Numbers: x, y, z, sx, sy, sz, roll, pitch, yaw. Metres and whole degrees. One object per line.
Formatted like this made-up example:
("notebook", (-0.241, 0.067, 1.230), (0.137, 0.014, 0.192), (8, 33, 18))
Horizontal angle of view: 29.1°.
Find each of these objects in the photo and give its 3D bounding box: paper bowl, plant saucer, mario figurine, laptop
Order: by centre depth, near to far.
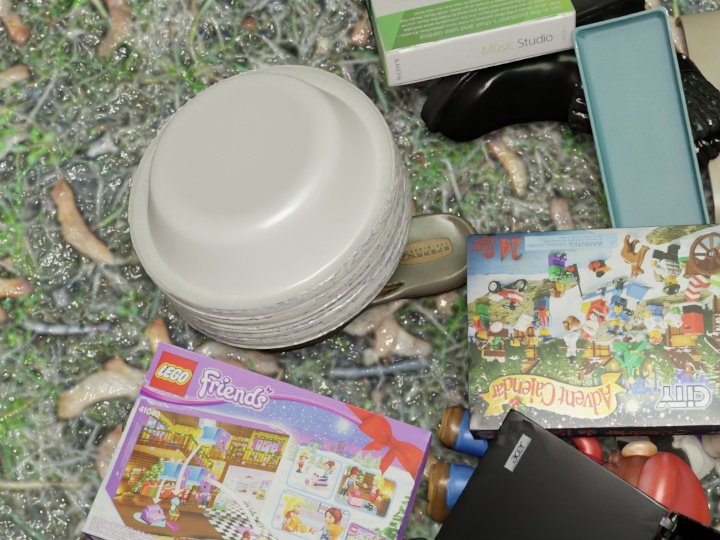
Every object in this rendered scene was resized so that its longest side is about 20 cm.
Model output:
("laptop", (0.145, 0.216, 0.914), (0.103, 0.199, 0.179), (37, 99, 49))
("paper bowl", (-0.069, -0.056, 0.973), (0.197, 0.105, 0.203), (-8, 59, 13))
("mario figurine", (0.148, 0.162, 0.984), (0.197, 0.106, 0.125), (13, 106, 10))
("plant saucer", (0.204, -0.080, 0.986), (0.069, 0.019, 0.203), (-11, 99, 20))

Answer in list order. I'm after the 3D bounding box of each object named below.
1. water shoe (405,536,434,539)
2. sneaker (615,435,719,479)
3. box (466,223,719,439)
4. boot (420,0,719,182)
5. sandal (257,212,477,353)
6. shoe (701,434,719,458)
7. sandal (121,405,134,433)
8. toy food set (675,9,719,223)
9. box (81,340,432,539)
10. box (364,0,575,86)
("water shoe", (0.001, 0.272, 0.931), (0.079, 0.071, 0.200), (44, 75, -13))
("sneaker", (0.193, 0.064, 1.021), (0.083, 0.081, 0.201), (-39, 88, -33))
("box", (0.171, 0.042, 0.942), (0.197, 0.038, 0.139), (-3, 73, 10))
("boot", (0.166, -0.117, 1.048), (0.209, 0.080, 0.159), (-29, 71, -3))
("sandal", (0.000, 0.000, 1.020), (0.197, 0.055, 0.083), (-13, 73, -11))
("shoe", (0.281, 0.054, 1.016), (0.069, 0.054, 0.201), (29, 45, -5))
("sandal", (-0.074, 0.139, 0.968), (0.198, 0.048, 0.076), (28, 70, 4))
("toy food set", (0.336, -0.123, 1.104), (0.141, 0.061, 0.203), (-7, 70, 4))
("box", (-0.065, 0.143, 0.913), (0.197, 0.039, 0.138), (18, 69, 9))
("box", (0.072, -0.225, 1.061), (0.142, 0.037, 0.202), (-12, 44, 0))
